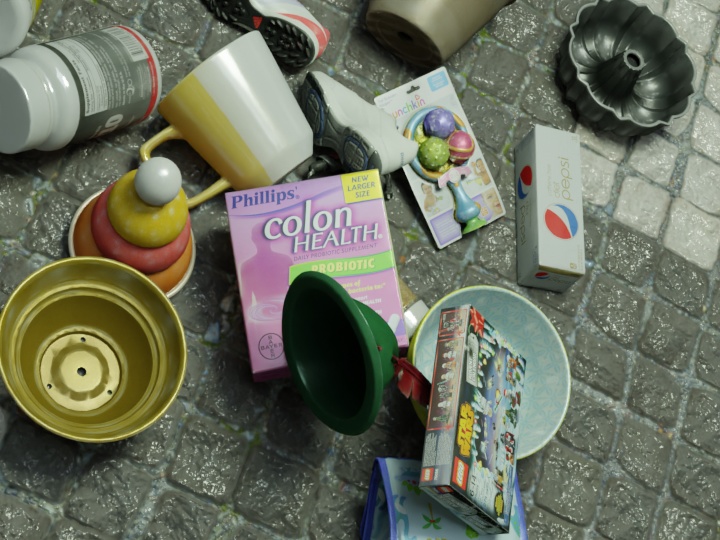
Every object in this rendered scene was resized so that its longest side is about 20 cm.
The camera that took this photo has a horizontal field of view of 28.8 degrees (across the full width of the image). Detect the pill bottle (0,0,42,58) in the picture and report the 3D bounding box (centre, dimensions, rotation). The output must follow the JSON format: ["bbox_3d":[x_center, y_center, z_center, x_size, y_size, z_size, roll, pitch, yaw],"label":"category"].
[{"bbox_3d":[-0.406,-0.317,1.553,0.108,0.110,0.201,20,28,-13],"label":"pill bottle"}]

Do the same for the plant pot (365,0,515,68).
[{"bbox_3d":[0.099,-0.362,1.792,0.199,0.200,0.175,32,75,-6],"label":"plant pot"}]

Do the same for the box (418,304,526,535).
[{"bbox_3d":[0.120,0.156,1.462,0.137,0.039,0.202,41,48,-45],"label":"box"}]

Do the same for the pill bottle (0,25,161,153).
[{"bbox_3d":[-0.322,-0.197,1.535,0.114,0.114,0.199,53,39,7],"label":"pill bottle"}]

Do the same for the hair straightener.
[{"bbox_3d":[0.019,-0.125,1.718,0.198,0.041,0.078,-17,75,-34],"label":"hair straightener"}]

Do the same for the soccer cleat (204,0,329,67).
[{"bbox_3d":[-0.125,-0.333,1.750,0.199,0.068,0.073,39,35,2],"label":"soccer cleat"}]

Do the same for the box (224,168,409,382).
[{"bbox_3d":[-0.050,0.007,1.552,0.173,0.097,0.203,-9,80,-5],"label":"box"}]

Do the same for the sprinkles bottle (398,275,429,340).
[{"bbox_3d":[0.000,0.000,1.641,0.068,0.068,0.201,-36,84,-31],"label":"sprinkles bottle"}]

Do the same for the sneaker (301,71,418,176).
[{"bbox_3d":[-0.007,-0.175,1.693,0.086,0.075,0.200,-12,47,-32],"label":"sneaker"}]

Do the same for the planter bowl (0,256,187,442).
[{"bbox_3d":[-0.287,0.094,1.470,0.198,0.084,0.203,9,64,-18],"label":"planter bowl"}]

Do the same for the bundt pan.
[{"bbox_3d":[0.353,-0.267,1.903,0.199,0.076,0.205,9,63,-19],"label":"bundt pan"}]

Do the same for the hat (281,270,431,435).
[{"bbox_3d":[0.031,0.070,1.461,0.175,0.202,0.166,-20,50,-33],"label":"hat"}]

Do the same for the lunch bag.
[{"bbox_3d":[0.089,0.306,1.507,0.168,0.127,0.203,7,75,-20],"label":"lunch bag"}]

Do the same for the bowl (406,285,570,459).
[{"bbox_3d":[0.131,0.127,1.610,0.197,0.108,0.203,6,73,-20],"label":"bowl"}]

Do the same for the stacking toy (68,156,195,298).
[{"bbox_3d":[-0.226,-0.060,1.496,0.144,0.200,0.148,9,64,-19],"label":"stacking toy"}]

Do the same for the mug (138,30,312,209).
[{"bbox_3d":[-0.146,-0.161,1.634,0.154,0.186,0.149,53,23,-3],"label":"mug"}]

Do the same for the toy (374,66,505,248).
[{"bbox_3d":[0.109,-0.142,1.727,0.114,0.047,0.202,-27,99,-28],"label":"toy"}]

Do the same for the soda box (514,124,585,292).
[{"bbox_3d":[0.240,-0.079,1.779,0.067,0.064,0.203,10,64,-18],"label":"soda box"}]
